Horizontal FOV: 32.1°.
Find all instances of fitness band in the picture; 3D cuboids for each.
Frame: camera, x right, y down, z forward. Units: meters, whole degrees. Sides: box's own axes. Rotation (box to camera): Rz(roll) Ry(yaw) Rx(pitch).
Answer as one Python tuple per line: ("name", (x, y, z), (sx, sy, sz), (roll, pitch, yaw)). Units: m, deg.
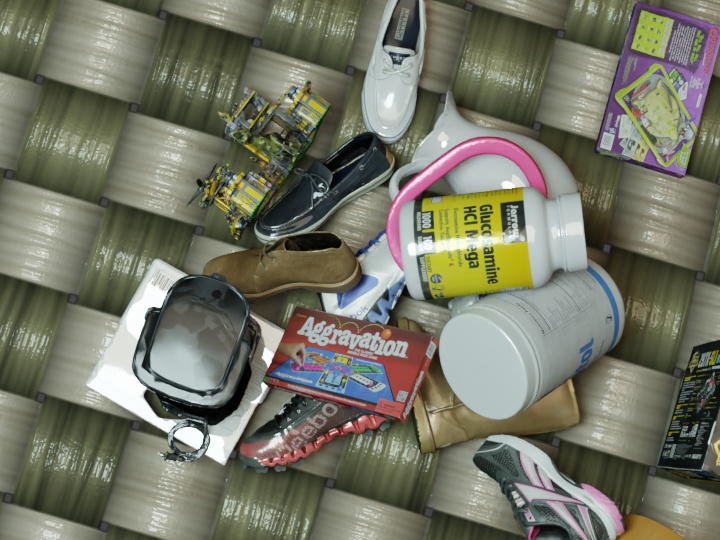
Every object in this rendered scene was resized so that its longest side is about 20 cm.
("fitness band", (0.123, -0.065, 1.456), (0.199, 0.037, 0.144), (-37, 94, 11))

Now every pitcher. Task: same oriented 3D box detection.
("pitcher", (0.148, -0.101, 1.518), (0.199, 0.121, 0.172), (33, 67, 8))

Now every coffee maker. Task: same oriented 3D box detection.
("coffee maker", (-0.177, 0.113, 1.397), (0.133, 0.200, 0.194), (-4, 81, -3))

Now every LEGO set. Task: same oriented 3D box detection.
("LEGO set", (-0.135, -0.151, 1.502), (0.115, 0.154, 0.201), (35, 81, -1))

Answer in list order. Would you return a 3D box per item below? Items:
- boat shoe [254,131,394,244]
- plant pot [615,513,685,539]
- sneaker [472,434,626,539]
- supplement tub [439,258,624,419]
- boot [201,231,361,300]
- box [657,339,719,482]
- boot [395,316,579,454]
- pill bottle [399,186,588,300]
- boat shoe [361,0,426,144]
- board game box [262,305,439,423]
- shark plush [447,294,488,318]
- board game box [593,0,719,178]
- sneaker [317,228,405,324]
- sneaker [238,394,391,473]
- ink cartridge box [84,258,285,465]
("boat shoe", (-0.049, -0.103, 1.531), (0.199, 0.063, 0.075), (-33, 43, -10))
("plant pot", (0.306, 0.392, 1.444), (0.200, 0.200, 0.184), (39, 67, 3))
("sneaker", (0.203, 0.266, 1.449), (0.199, 0.081, 0.086), (28, 60, 36))
("supplement tub", (0.199, 0.072, 1.434), (0.199, 0.132, 0.133), (-28, 84, -39))
("boot", (-0.102, -0.014, 1.477), (0.198, 0.076, 0.074), (-5, 54, 17))
("box", (0.412, 0.163, 1.460), (0.049, 0.200, 0.161), (20, 82, 2))
("boot", (0.151, 0.124, 1.527), (0.198, 0.066, 0.177), (-13, 91, -5))
("pill bottle", (0.148, -0.032, 1.383), (0.198, 0.112, 0.114), (-7, 83, 10))
("boat shoe", (0.042, -0.262, 1.565), (0.073, 0.065, 0.202), (5, 83, -2))
("board game box", (-0.014, 0.105, 1.439), (0.199, 0.019, 0.104), (10, 66, 35))
("shark plush", (0.157, 0.049, 1.498), (0.083, 0.091, 0.201), (44, 43, -19))
("board game box", (0.380, -0.230, 1.595), (0.119, 0.032, 0.202), (17, 83, 4))
("sneaker", (0.000, 0.001, 1.523), (0.114, 0.081, 0.201), (26, 84, -1))
("sneaker", (-0.059, 0.169, 1.494), (0.199, 0.071, 0.099), (-22, 110, -7))
("ink cartridge box", (-0.204, 0.111, 1.519), (0.199, 0.045, 0.177), (29, 82, 2))
